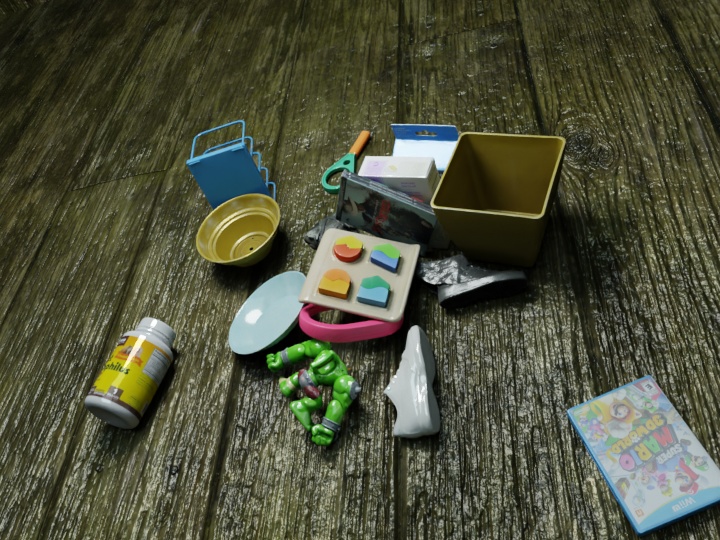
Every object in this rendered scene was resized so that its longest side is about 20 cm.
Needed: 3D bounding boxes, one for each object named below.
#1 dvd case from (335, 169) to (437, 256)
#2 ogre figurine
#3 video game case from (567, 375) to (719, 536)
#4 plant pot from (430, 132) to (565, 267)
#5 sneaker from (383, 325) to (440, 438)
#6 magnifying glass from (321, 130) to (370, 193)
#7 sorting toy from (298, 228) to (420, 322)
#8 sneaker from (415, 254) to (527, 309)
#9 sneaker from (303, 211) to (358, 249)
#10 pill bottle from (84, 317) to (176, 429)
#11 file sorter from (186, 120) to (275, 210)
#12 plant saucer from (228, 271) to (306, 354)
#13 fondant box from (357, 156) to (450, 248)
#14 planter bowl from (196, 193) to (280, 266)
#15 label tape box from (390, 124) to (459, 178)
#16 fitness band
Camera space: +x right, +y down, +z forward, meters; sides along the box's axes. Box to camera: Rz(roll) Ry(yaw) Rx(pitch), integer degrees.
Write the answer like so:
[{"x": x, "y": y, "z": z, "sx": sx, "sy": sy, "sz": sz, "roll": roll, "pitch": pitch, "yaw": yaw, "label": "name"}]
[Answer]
[{"x": 0.049, "y": -0.109, "z": 1.250, "sx": 0.198, "sy": 0.146, "sz": 0.022, "roll": 24, "pitch": 60, "yaw": 6, "label": "dvd case"}, {"x": -0.076, "y": 0.196, "z": 1.124, "sx": 0.120, "sy": 0.098, "sz": 0.200, "roll": -40, "pitch": 36, "yaw": 1, "label": "ogre figurine"}, {"x": 0.411, "y": 0.260, "z": 0.930, "sx": 0.142, "sy": 0.018, "sz": 0.201, "roll": -23, "pitch": 47, "yaw": 1, "label": "video game case"}, {"x": 0.265, "y": -0.120, "z": 1.202, "sx": 0.198, "sy": 0.177, "sz": 0.201, "roll": 9, "pitch": 55, "yaw": 25, "label": "plant pot"}, {"x": 0.080, "y": 0.186, "z": 1.093, "sx": 0.088, "sy": 0.075, "sz": 0.202, "roll": -18, "pitch": 47, "yaw": 22, "label": "sneaker"}, {"x": -0.028, "y": -0.263, "z": 1.547, "sx": 0.079, "sy": 0.022, "sz": 0.201, "roll": 12, "pitch": 56, "yaw": 29, "label": "magnifying glass"}, {"x": 0.000, "y": 0.000, "z": 1.199, "sx": 0.198, "sy": 0.037, "sz": 0.186, "roll": 9, "pitch": 51, "yaw": 12, "label": "sorting toy"}, {"x": 0.202, "y": 0.007, "z": 1.200, "sx": 0.198, "sy": 0.060, "sz": 0.105, "roll": -16, "pitch": 52, "yaw": 12, "label": "sneaker"}, {"x": -0.048, "y": -0.046, "z": 1.335, "sx": 0.113, "sy": 0.077, "sz": 0.200, "roll": -26, "pitch": 44, "yaw": 1, "label": "sneaker"}, {"x": -0.440, "y": 0.196, "z": 1.255, "sx": 0.108, "sy": 0.110, "sz": 0.201, "roll": 4, "pitch": 53, "yaw": 24, "label": "pill bottle"}, {"x": -0.292, "y": -0.225, "z": 1.498, "sx": 0.137, "sy": 0.201, "sz": 0.123, "roll": -16, "pitch": 44, "yaw": 7, "label": "file sorter"}, {"x": -0.172, "y": 0.091, "z": 1.266, "sx": 0.200, "sy": 0.039, "sz": 0.202, "roll": -28, "pitch": 34, "yaw": 21, "label": "plant saucer"}, {"x": 0.092, "y": -0.132, "z": 1.265, "sx": 0.143, "sy": 0.201, "sz": 0.059, "roll": 6, "pitch": 53, "yaw": 26, "label": "fondant box"}, {"x": -0.257, "y": -0.071, "z": 1.429, "sx": 0.198, "sy": 0.084, "sz": 0.202, "roll": -11, "pitch": 49, "yaw": 12, "label": "planter bowl"}, {"x": 0.139, "y": -0.198, "z": 1.303, "sx": 0.142, "sy": 0.201, "sz": 0.067, "roll": 8, "pitch": 56, "yaw": 27, "label": "label tape box"}, {"x": -0.016, "y": 0.082, "z": 1.189, "sx": 0.198, "sy": 0.038, "sz": 0.144, "roll": -8, "pitch": 29, "yaw": -22, "label": "fitness band"}]
